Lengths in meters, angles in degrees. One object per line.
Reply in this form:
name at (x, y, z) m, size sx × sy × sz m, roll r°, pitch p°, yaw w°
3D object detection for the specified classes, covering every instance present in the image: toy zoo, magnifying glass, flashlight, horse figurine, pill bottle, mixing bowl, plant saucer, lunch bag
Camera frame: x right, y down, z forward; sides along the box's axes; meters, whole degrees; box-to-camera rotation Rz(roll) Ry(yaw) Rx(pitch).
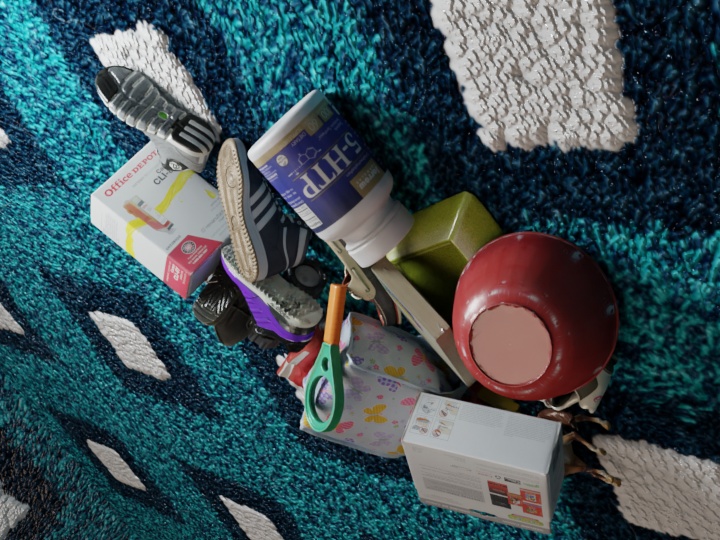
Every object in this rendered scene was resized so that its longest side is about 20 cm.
toy zoo at (0.168, 0.208, 1.500) m, size 0.199 × 0.020 × 0.132 m, roll 28°, pitch 147°, yaw 23°
magnifying glass at (-0.043, 0.119, 1.358) m, size 0.079 × 0.022 × 0.202 m, roll 17°, pitch 99°, yaw 55°
flashlight at (-0.114, 0.057, 1.549) m, size 0.067 × 0.068 × 0.200 m, roll 4°, pitch 145°, yaw -24°
horse figurine at (0.284, 0.245, 1.388) m, size 0.132 × 0.050 × 0.201 m, roll 11°, pitch 140°, yaw 33°
pill bottle at (-0.030, -0.107, 1.225) m, size 0.200 × 0.120 × 0.119 m, roll 48°, pitch 149°, yaw -12°
mixing bowl at (0.182, 0.067, 1.128) m, size 0.198 × 0.108 × 0.202 m, roll 7°, pitch 108°, yaw 22°
plant saucer at (0.127, 0.012, 1.269) m, size 0.200 × 0.048 × 0.199 m, roll 49°, pitch 149°, yaw -13°
lunch bag at (0.034, 0.173, 1.450) m, size 0.198 × 0.128 × 0.170 m, roll 21°, pitch 129°, yaw -16°

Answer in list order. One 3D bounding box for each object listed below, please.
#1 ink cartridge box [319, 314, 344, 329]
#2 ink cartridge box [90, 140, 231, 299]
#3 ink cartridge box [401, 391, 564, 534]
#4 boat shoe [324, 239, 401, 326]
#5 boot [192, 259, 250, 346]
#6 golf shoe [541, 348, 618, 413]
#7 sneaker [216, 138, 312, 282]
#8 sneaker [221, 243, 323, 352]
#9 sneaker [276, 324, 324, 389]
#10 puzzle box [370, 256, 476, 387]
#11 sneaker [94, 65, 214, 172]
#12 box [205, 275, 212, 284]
ink cartridge box at (-0.004, 0.161, 1.615) m, size 0.195 × 0.043 × 0.201 m, roll 14°, pitch 140°, yaw 36°
ink cartridge box at (-0.292, -0.080, 1.533) m, size 0.199 × 0.145 × 0.084 m, roll 37°, pitch 149°, yaw 7°
ink cartridge box at (0.171, 0.265, 1.369) m, size 0.198 × 0.084 × 0.176 m, roll 10°, pitch 143°, yaw 21°
boat shoe at (0.000, 0.000, 1.363) m, size 0.201 × 0.062 × 0.071 m, roll 65°, pitch 173°, yaw -31°
boot at (-0.184, 0.036, 1.606) m, size 0.073 × 0.182 × 0.200 m, roll 42°, pitch 176°, yaw 19°
golf shoe at (0.224, 0.124, 1.248) m, size 0.077 × 0.089 × 0.199 m, roll 26°, pitch 162°, yaw -32°
sneaker at (-0.134, -0.092, 1.428) m, size 0.070 × 0.108 × 0.202 m, roll -7°, pitch 95°, yaw 55°
sneaker at (-0.142, 0.046, 1.464) m, size 0.200 × 0.069 × 0.100 m, roll 43°, pitch 136°, yaw 28°
sneaker at (-0.055, 0.148, 1.565) m, size 0.115 × 0.079 × 0.200 m, roll 33°, pitch 161°, yaw -3°
puzzle box at (0.087, 0.070, 1.293) m, size 0.133 × 0.025 × 0.200 m, roll 49°, pitch 178°, yaw 28°
sneaker at (-0.303, -0.204, 1.461) m, size 0.199 × 0.075 × 0.116 m, roll 36°, pitch 152°, yaw 7°
box at (-0.308, -0.074, 1.664) m, size 0.199 × 0.040 × 0.137 m, roll 37°, pitch 151°, yaw 9°
